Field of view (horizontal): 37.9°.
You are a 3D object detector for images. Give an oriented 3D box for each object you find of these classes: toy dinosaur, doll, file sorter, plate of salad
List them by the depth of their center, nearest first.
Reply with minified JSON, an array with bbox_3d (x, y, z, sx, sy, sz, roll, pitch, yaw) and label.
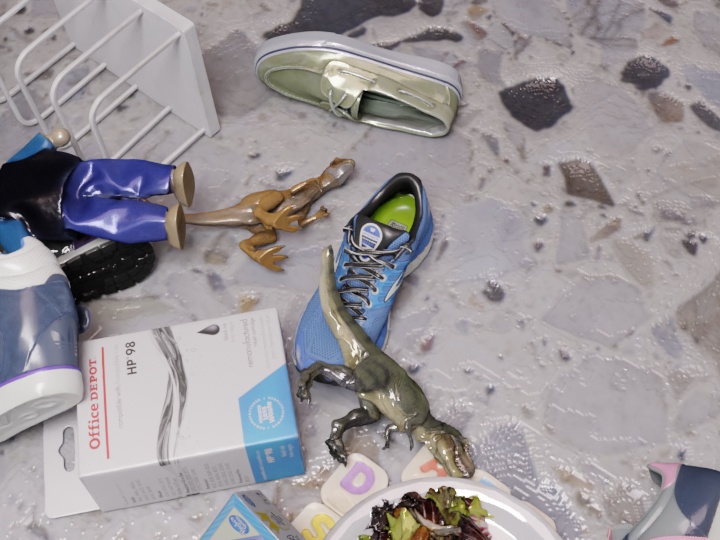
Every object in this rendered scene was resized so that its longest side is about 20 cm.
[{"bbox_3d":[0.056,0.230,0.704,0.199,0.048,0.201,-2,59,3],"label":"plate of salad"},{"bbox_3d":[0.000,0.087,0.783,0.088,0.047,0.200,-36,91,-21],"label":"toy dinosaur"},{"bbox_3d":[-0.240,-0.053,0.845,0.199,0.048,0.137,3,64,4],"label":"doll"},{"bbox_3d":[-0.095,-0.048,0.916,0.199,0.061,0.106,-13,33,-13],"label":"toy dinosaur"},{"bbox_3d":[-0.250,-0.181,0.951,0.200,0.139,0.125,34,66,22],"label":"file sorter"}]

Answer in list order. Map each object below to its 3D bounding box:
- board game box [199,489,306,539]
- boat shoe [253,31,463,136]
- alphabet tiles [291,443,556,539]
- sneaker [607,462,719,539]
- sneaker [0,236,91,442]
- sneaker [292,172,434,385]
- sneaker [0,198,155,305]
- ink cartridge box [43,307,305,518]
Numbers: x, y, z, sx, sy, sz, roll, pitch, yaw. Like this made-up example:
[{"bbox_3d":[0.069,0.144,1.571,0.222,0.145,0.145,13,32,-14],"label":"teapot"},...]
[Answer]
[{"bbox_3d":[-0.047,0.259,0.673,0.200,0.034,0.135,42,101,25],"label":"board game box"},{"bbox_3d":[-0.005,-0.172,0.974,0.199,0.072,0.062,8,55,4],"label":"boat shoe"},{"bbox_3d":[0.042,0.221,0.747,0.200,0.015,0.196,33,63,22],"label":"alphabet tiles"},{"bbox_3d":[0.197,0.220,0.722,0.082,0.070,0.200,17,57,38],"label":"sneaker"},{"bbox_3d":[-0.298,0.054,0.789,0.200,0.081,0.147,-22,72,19],"label":"sneaker"},{"bbox_3d":[0.000,0.000,0.850,0.078,0.089,0.200,18,61,14],"label":"sneaker"},{"bbox_3d":[-0.281,-0.008,0.884,0.200,0.076,0.088,-17,51,-19],"label":"sneaker"},{"bbox_3d":[-0.150,0.108,0.796,0.199,0.067,0.116,-10,56,-4],"label":"ink cartridge box"}]
